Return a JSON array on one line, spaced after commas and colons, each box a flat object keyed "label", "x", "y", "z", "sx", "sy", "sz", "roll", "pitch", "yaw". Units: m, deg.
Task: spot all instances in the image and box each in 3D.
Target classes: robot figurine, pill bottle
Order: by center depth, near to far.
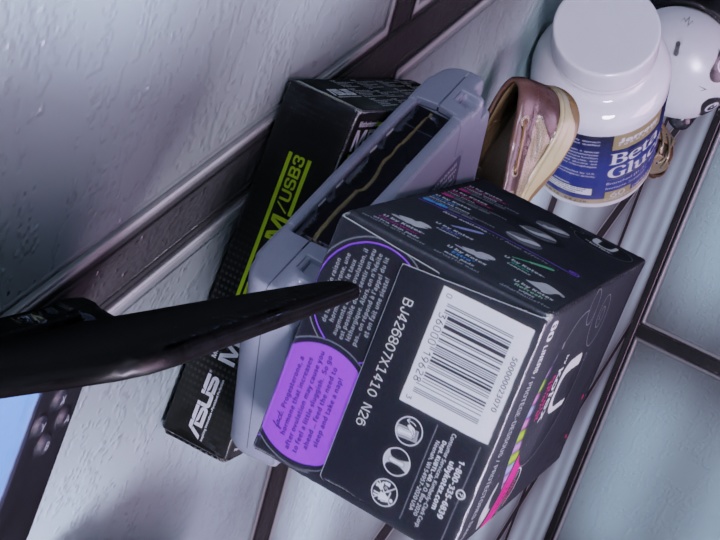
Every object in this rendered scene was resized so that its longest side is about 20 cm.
[{"label": "pill bottle", "x": 0.189, "y": -0.140, "z": 1.283, "sx": 0.112, "sy": 0.110, "sz": 0.200, "roll": -60, "pitch": 165, "yaw": -18}, {"label": "robot figurine", "x": 0.351, "y": -0.241, "z": 1.674, "sx": 0.124, "sy": 0.151, "sz": 0.200, "roll": -24, "pitch": -162, "yaw": 41}]

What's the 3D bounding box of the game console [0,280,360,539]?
[{"label": "game console", "x": -0.106, "y": 0.071, "z": 0.548, "sx": 0.178, "sy": 0.115, "sz": 0.200, "roll": -68, "pitch": 165, "yaw": 12}]

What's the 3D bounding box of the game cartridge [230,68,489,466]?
[{"label": "game cartridge", "x": 0.000, "y": 0.000, "z": 0.809, "sx": 0.200, "sy": 0.041, "sz": 0.134, "roll": -48, "pitch": 153, "yaw": -43}]

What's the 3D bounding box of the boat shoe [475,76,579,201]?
[{"label": "boat shoe", "x": 0.080, "y": -0.049, "z": 1.163, "sx": 0.072, "sy": 0.072, "sz": 0.201, "roll": 14, "pitch": 115, "yaw": -45}]

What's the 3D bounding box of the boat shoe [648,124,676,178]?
[{"label": "boat shoe", "x": 0.331, "y": -0.151, "z": 1.868, "sx": 0.076, "sy": 0.071, "sz": 0.200, "roll": -65, "pitch": 166, "yaw": 2}]

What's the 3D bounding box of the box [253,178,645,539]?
[{"label": "box", "x": 0.051, "y": 0.037, "z": 0.774, "sx": 0.200, "sy": 0.105, "sz": 0.123, "roll": -20, "pitch": 134, "yaw": -67}]

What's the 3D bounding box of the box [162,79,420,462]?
[{"label": "box", "x": -0.019, "y": -0.008, "z": 0.881, "sx": 0.200, "sy": 0.047, "sz": 0.195, "roll": -20, "pitch": 131, "yaw": -69}]
